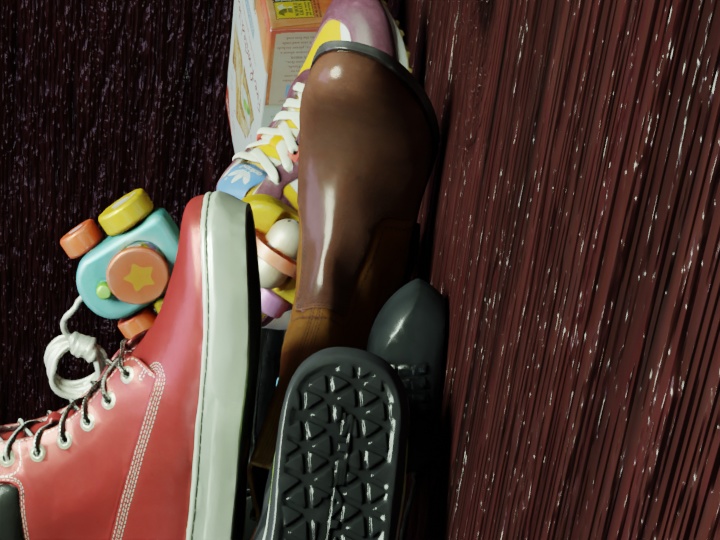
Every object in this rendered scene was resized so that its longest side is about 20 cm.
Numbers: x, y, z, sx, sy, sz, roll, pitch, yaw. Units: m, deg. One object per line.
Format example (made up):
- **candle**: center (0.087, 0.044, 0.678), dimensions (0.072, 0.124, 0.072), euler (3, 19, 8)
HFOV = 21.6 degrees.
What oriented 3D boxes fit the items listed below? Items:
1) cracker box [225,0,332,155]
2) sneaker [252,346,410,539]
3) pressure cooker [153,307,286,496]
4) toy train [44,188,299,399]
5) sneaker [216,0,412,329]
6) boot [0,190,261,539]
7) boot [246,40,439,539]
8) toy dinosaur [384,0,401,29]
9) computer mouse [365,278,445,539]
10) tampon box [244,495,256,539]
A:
- **cracker box**: center (-0.052, -0.137, 1.277), dimensions (0.201, 0.057, 0.135), euler (99, 163, -50)
- **sneaker**: center (-0.016, 0.130, 0.802), dimensions (0.083, 0.071, 0.201), euler (97, -172, -74)
- **pressure cooker**: center (-0.086, 0.091, 1.411), dimensions (0.176, 0.178, 0.200), euler (54, 166, 11)
- **toy train**: center (-0.072, 0.032, 1.027), dimensions (0.056, 0.198, 0.151), euler (-104, 21, -76)
- **sneaker**: center (-0.032, -0.063, 1.073), dimensions (0.075, 0.090, 0.202), euler (21, 105, 56)
- **boot**: center (-0.118, 0.056, 0.849), dimensions (0.072, 0.143, 0.202), euler (-74, -8, -72)
- **boot**: center (-0.025, 0.015, 0.902), dimensions (0.189, 0.068, 0.201), euler (98, -168, -51)
- **toy dinosaur**: center (-0.007, -0.141, 1.312), dimensions (0.200, 0.060, 0.107), euler (114, 159, -80)
- **computer mouse**: center (0.013, 0.099, 0.883), dimensions (0.059, 0.034, 0.202), euler (-99, 14, -72)
- **tampon box**: center (-0.102, 0.210, 0.999), dimensions (0.150, 0.199, 0.127), euler (109, 139, -78)
